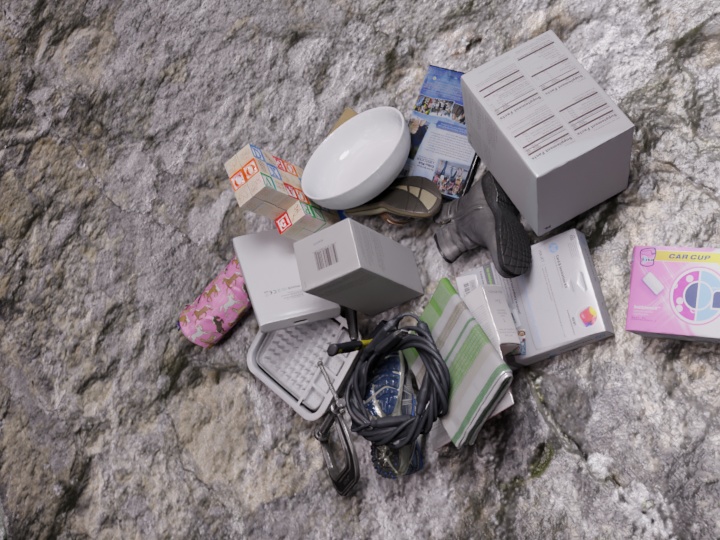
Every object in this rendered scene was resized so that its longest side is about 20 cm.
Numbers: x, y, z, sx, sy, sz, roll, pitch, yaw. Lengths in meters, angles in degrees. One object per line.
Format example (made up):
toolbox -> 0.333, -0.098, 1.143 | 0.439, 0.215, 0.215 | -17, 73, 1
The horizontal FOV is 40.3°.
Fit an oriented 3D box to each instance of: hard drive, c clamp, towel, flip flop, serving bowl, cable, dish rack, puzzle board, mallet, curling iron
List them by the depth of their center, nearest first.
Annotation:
towel -> 0.134, 0.127, 1.367 | 0.150, 0.031, 0.200 | -62, 37, 30
cable -> 0.052, 0.171, 1.400 | 0.200, 0.051, 0.163 | -51, 57, 26
mallet -> -0.004, 0.120, 1.468 | 0.041, 0.200, 0.066 | 38, 112, 20
c clamp -> -0.038, 0.251, 1.489 | 0.200, 0.027, 0.171 | 109, 141, -58
flip flop -> 0.054, -0.102, 1.554 | 0.199, 0.058, 0.081 | 0, 44, 45
serving bowl -> 0.003, -0.169, 1.569 | 0.200, 0.066, 0.201 | -29, 35, 23
curling iron -> -0.025, 0.028, 1.574 | 0.025, 0.050, 0.201 | -19, 56, 18
hard drive -> -0.124, 0.009, 1.610 | 0.131, 0.027, 0.200 | -12, 49, -13
dish rack -> -0.086, 0.133, 1.614 | 0.200, 0.043, 0.172 | 34, 99, 36
puzzle board -> -0.030, -0.158, 1.665 | 0.151, 0.017, 0.200 | 44, 105, 33

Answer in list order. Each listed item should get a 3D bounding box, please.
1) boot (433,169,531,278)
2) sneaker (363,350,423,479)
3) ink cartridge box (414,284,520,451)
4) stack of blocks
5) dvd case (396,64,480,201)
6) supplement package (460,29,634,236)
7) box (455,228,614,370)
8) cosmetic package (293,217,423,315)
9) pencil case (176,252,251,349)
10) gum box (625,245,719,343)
boot -> 0.173, -0.043, 1.438 | 0.131, 0.070, 0.201 | -36, 37, 32
sneaker -> 0.057, 0.212, 1.470 | 0.077, 0.085, 0.201 | -15, 69, 40
ink cartridge box -> 0.152, 0.141, 1.397 | 0.200, 0.045, 0.177 | -43, 53, 48
stack of blocks -> -0.120, -0.116, 1.583 | 0.058, 0.200, 0.116 | -36, 60, 22
dvd case -> 0.136, -0.217, 1.554 | 0.142, 0.018, 0.201 | 21, 91, 31
supplement package -> 0.256, -0.190, 1.358 | 0.150, 0.152, 0.200 | -28, 60, -5
box -> 0.245, 0.049, 1.403 | 0.199, 0.041, 0.157 | -25, 66, 30
cosmetic package -> 0.000, 0.000, 1.487 | 0.107, 0.200, 0.085 | -23, 68, 23
pencil case -> -0.234, 0.045, 1.718 | 0.200, 0.086, 0.083 | -45, 19, 17
gum box -> 0.440, 0.032, 1.253 | 0.199, 0.066, 0.114 | 3, 81, 36
